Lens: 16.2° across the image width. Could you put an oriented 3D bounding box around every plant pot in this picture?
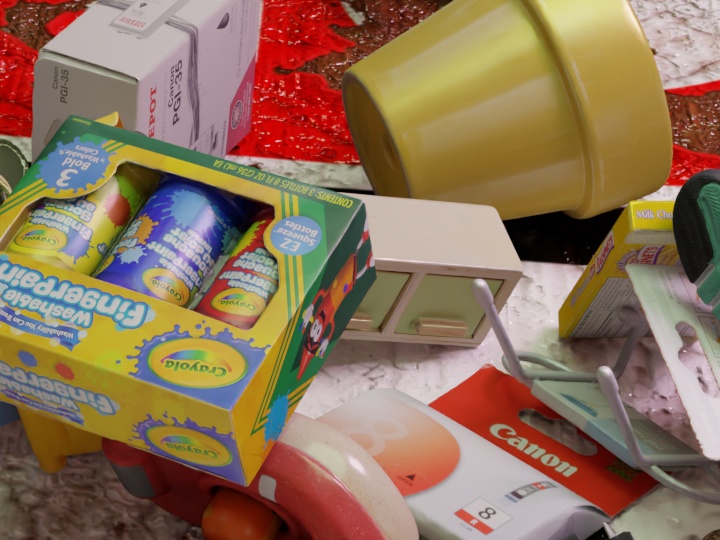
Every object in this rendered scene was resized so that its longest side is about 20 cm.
[{"bbox_3d":[0.097,-0.116,1.812,0.188,0.201,0.201,-23,39,-12],"label":"plant pot"}]

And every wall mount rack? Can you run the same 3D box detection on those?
[{"bbox_3d":[0.154,0.070,1.585,0.173,0.075,0.200,6,21,-45],"label":"wall mount rack"}]

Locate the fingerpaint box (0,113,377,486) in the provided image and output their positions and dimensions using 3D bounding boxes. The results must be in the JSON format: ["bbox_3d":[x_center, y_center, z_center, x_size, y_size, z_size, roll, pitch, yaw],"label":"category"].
[{"bbox_3d":[-0.117,0.012,1.431,0.199,0.073,0.167,17,53,21],"label":"fingerpaint box"}]

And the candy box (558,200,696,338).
[{"bbox_3d":[0.199,0.002,1.644,0.102,0.200,0.027,2,69,-9],"label":"candy box"}]

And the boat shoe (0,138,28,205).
[{"bbox_3d":[-0.264,-0.032,1.712,0.072,0.060,0.202,38,35,-12],"label":"boat shoe"}]

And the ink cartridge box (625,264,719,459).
[{"bbox_3d":[0.264,0.077,1.567,0.199,0.050,0.163,5,45,-25],"label":"ink cartridge box"}]

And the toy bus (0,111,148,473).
[{"bbox_3d":[-0.191,0.024,1.574,0.191,0.136,0.200,-18,53,-5],"label":"toy bus"}]

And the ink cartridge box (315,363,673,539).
[{"bbox_3d":[0.079,0.115,1.564,0.162,0.050,0.200,29,42,31],"label":"ink cartridge box"}]

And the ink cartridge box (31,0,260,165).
[{"bbox_3d":[-0.152,-0.126,1.816,0.083,0.147,0.200,18,35,16],"label":"ink cartridge box"}]

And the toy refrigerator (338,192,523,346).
[{"bbox_3d":[0.000,0.000,1.657,0.199,0.076,0.070,4,43,-29],"label":"toy refrigerator"}]

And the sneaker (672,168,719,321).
[{"bbox_3d":[0.271,0.017,1.541,0.200,0.074,0.087,51,32,7],"label":"sneaker"}]

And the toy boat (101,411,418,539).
[{"bbox_3d":[-0.069,0.150,1.449,0.199,0.131,0.131,20,65,22],"label":"toy boat"}]

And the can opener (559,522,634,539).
[{"bbox_3d":[0.165,0.218,1.427,0.066,0.053,0.200,-32,35,4],"label":"can opener"}]

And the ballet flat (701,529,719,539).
[{"bbox_3d":[0.243,0.196,1.446,0.070,0.065,0.200,-2,33,-11],"label":"ballet flat"}]
